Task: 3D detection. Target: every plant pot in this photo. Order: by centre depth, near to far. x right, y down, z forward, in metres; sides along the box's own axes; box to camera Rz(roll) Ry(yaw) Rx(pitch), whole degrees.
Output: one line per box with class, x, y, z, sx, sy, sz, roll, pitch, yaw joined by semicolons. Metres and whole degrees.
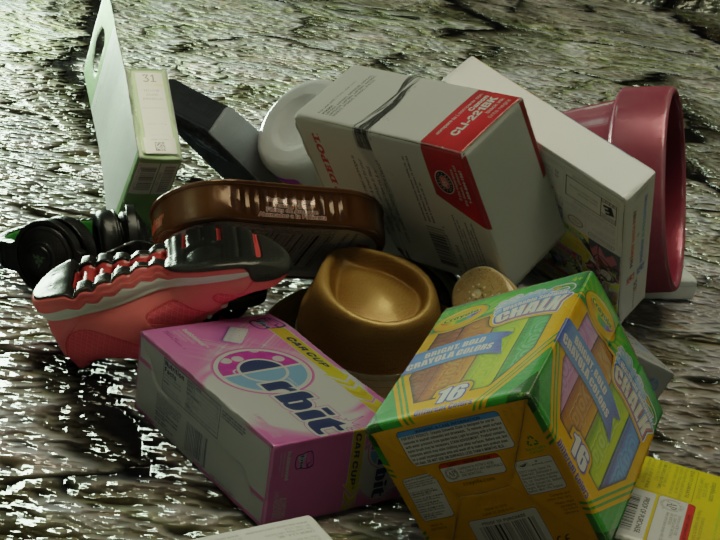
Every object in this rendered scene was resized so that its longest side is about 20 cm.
plant pot;0.216;-0.076;1.425;0.179;0.200;0.200;-1;18;17

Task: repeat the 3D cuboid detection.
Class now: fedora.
fedora;0.008;0.039;1.187;0.200;0.082;0.201;1;31;-1

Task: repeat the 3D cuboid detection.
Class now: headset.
headset;-0.237;-0.005;1.289;0.123;0.094;0.200;-12;14;-36

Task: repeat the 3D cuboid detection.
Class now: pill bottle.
pill bottle;-0.004;-0.091;1.427;0.104;0.104;0.200;32;-7;45

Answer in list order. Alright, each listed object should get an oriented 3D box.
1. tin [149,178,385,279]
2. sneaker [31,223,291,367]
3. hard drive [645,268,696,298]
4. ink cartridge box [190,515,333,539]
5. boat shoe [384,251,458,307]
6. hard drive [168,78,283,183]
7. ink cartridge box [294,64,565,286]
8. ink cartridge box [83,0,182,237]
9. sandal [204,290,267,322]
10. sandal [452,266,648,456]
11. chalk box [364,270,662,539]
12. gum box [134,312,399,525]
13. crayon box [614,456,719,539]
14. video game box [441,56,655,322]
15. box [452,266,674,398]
tin;-0.075;-0.031;1.220;0.200;0.042;0.112;3;-22;-22
sneaker;-0.147;0.024;1.143;0.200;0.087;0.074;-11;28;5
hard drive;0.227;-0.007;1.520;0.200;0.027;0.132;1;23;-22
ink cartridge box;-0.048;0.219;0.806;0.160;0.047;0.200;-5;31;-34
boat shoe;0.000;0.000;1.340;0.200;0.075;0.073;23;25;35
hard drive;-0.118;-0.112;1.465;0.135;0.042;0.200;30;-10;43
ink cartridge box;0.057;-0.082;1.243;0.200;0.144;0.084;18;52;43
ink cartridge box;-0.221;-0.151;1.412;0.048;0.146;0.200;-1;61;-21
sandal;-0.130;0.021;1.287;0.075;0.045;0.200;9;6;-17
sandal;0.128;0.075;1.116;0.212;0.078;0.070;53;13;30
chalk box;0.113;0.087;0.983;0.124;0.124;0.200;-18;20;32
gum box;-0.071;0.100;1.060;0.113;0.066;0.200;-7;26;-35
crayon box;0.245;0.189;0.988;0.200;0.051;0.127;15;22;15
video game box;0.160;-0.067;1.267;0.200;0.182;0.047;38;66;27
box;0.164;0.034;1.291;0.156;0.041;0.200;25;12;-28
